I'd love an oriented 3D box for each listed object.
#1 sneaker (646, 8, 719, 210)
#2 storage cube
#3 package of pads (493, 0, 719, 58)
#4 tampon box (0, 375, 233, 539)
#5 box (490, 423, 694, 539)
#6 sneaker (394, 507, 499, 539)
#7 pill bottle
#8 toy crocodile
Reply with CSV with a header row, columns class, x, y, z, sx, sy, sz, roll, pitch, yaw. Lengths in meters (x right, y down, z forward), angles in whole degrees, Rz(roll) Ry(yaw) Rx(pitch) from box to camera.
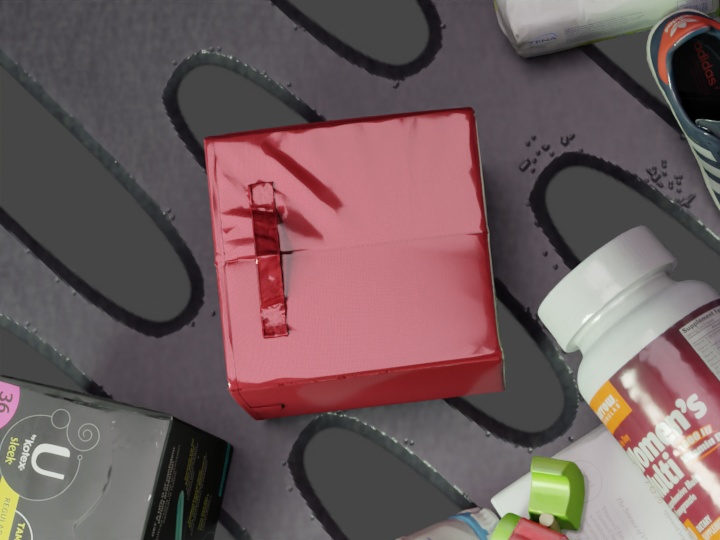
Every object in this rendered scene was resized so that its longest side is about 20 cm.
class,x,y,z,sx,sy,sz,roll,pitch,yaw
sneaker,0.259,-0.085,1.711,0.075,0.085,0.200,-36,94,2
storage cube,0.000,0.000,1.700,0.179,0.200,0.172,-7,80,2
package of pads,0.156,-0.259,1.779,0.154,0.068,0.201,-13,79,6
tampon box,-0.178,0.164,1.698,0.126,0.200,0.151,12,83,11
box,0.205,0.152,1.691,0.200,0.097,0.125,-33,77,3
sneaker,0.080,0.243,1.669,0.086,0.075,0.200,-8,42,-29
pill bottle,0.206,0.077,1.598,0.109,0.110,0.200,-38,76,1
toy crocodile,0.095,0.213,1.608,0.067,0.062,0.201,21,74,22
